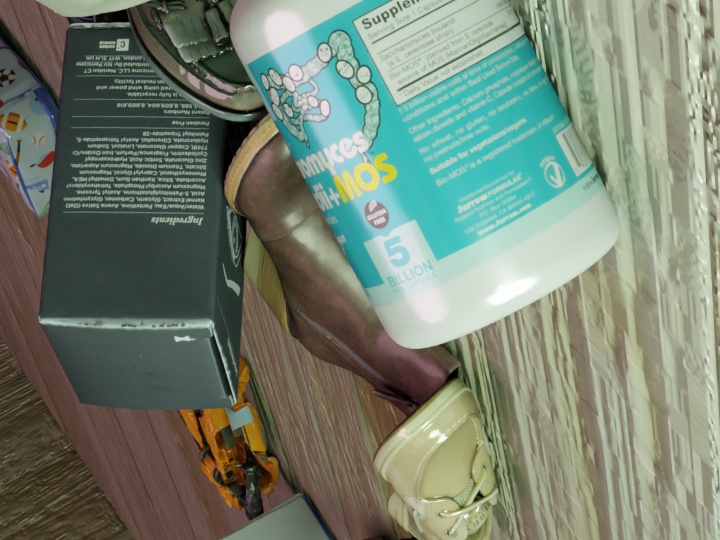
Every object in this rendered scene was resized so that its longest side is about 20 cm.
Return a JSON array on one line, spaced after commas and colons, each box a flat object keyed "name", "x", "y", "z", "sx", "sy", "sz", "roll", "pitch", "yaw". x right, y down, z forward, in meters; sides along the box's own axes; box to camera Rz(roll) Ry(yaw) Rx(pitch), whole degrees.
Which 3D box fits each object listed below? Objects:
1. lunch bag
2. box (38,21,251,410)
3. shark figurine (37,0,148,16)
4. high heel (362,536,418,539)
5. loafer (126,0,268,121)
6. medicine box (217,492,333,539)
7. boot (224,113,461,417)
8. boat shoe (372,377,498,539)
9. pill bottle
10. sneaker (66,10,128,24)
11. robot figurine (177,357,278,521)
[{"name": "lunch bag", "x": -0.355, "y": -0.155, "z": 2.060, "sx": 0.200, "sy": 0.076, "sz": 0.160, "roll": 49, "pitch": 164, "yaw": 35}, {"name": "box", "x": -0.128, "y": -0.031, "z": 1.258, "sx": 0.148, "sy": 0.104, "sz": 0.200, "roll": 85, "pitch": -173, "yaw": -66}, {"name": "shark figurine", "x": -0.069, "y": -0.189, "z": 0.961, "sx": 0.128, "sy": 0.215, "sz": 0.090, "roll": 30, "pitch": -158, "yaw": 6}, {"name": "high heel", "x": 0.014, "y": 0.260, "z": 1.592, "sx": 0.200, "sy": 0.067, "sz": 0.096, "roll": 157, "pitch": 94, "yaw": -72}, {"name": "loafer", "x": -0.105, "y": -0.169, "z": 1.188, "sx": 0.200, "sy": 0.072, "sz": 0.063, "roll": 54, "pitch": 156, "yaw": 34}, {"name": "medicine box", "x": -0.049, "y": 0.333, "z": 1.888, "sx": 0.182, "sy": 0.103, "sz": 0.200, "roll": 55, "pitch": 165, "yaw": 21}, {"name": "boot", "x": 0.000, "y": 0.000, "z": 1.202, "sx": 0.166, "sy": 0.072, "sz": 0.200, "roll": 41, "pitch": 156, "yaw": 19}, {"name": "boat shoe", "x": 0.054, "y": 0.124, "z": 1.210, "sx": 0.065, "sy": 0.072, "sz": 0.200, "roll": 46, "pitch": 164, "yaw": 19}, {"name": "pill bottle", "x": 0.018, "y": -0.077, "z": 0.851, "sx": 0.200, "sy": 0.111, "sz": 0.111, "roll": 62, "pitch": 166, "yaw": -5}, {"name": "sneaker", "x": -0.164, "y": -0.187, "z": 1.362, "sx": 0.078, "sy": 0.070, "sz": 0.200, "roll": 59, "pitch": 172, "yaw": -8}, {"name": "robot figurine", "x": -0.125, "y": 0.139, "z": 1.864, "sx": 0.145, "sy": 0.058, "sz": 0.200, "roll": 49, "pitch": 161, "yaw": 40}]
